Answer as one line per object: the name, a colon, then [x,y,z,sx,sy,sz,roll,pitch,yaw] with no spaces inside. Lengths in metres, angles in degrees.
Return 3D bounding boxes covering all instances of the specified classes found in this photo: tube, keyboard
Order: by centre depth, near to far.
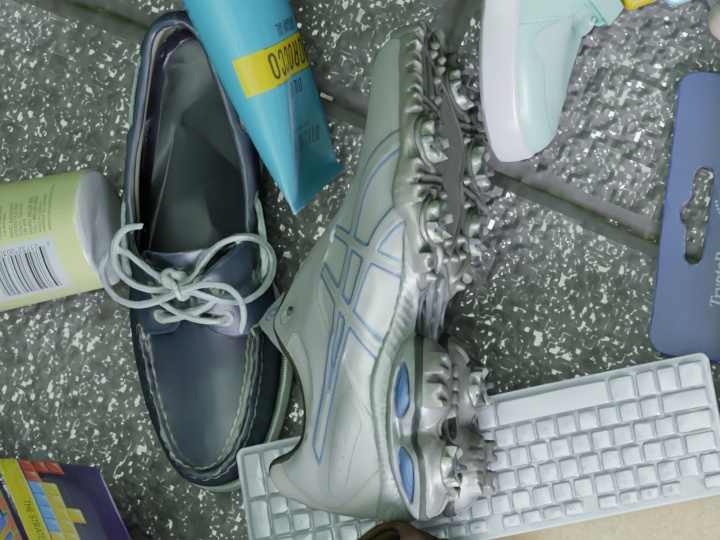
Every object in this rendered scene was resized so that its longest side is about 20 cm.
keyboard: [0.047,0.080,1.044,0.199,0.011,0.057,-13,83,14]
tube: [-0.057,-0.123,1.054,0.050,0.077,0.201,-19,99,24]
tube: [-0.200,-0.002,1.132,0.199,0.052,0.058,-12,51,18]

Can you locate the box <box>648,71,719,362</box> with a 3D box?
box: [0.216,-0.013,1.031,0.199,0.032,0.122,6,89,16]

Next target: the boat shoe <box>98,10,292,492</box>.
boat shoe: [-0.067,-0.008,1.087,0.074,0.062,0.201,2,87,15]

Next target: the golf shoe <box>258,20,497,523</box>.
golf shoe: [0.000,0.000,1.034,0.097,0.078,0.201,-3,77,25]

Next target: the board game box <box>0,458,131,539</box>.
board game box: [-0.129,0.203,1.027,0.166,0.057,0.200,-53,47,27]

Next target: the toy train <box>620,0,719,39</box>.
toy train: [0.179,-0.134,0.978,0.199,0.056,0.151,28,104,-13]

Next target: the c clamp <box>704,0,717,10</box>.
c clamp: [0.231,-0.154,1.009,0.170,0.027,0.200,30,105,-17]

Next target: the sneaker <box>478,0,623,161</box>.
sneaker: [0.119,-0.131,1.041,0.118,0.074,0.201,16,92,12]

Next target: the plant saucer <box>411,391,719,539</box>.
plant saucer: [0.106,0.149,1.048,0.199,0.035,0.201,-1,87,15]

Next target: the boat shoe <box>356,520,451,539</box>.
boat shoe: [-0.040,0.165,1.027,0.202,0.075,0.075,-39,34,11]
